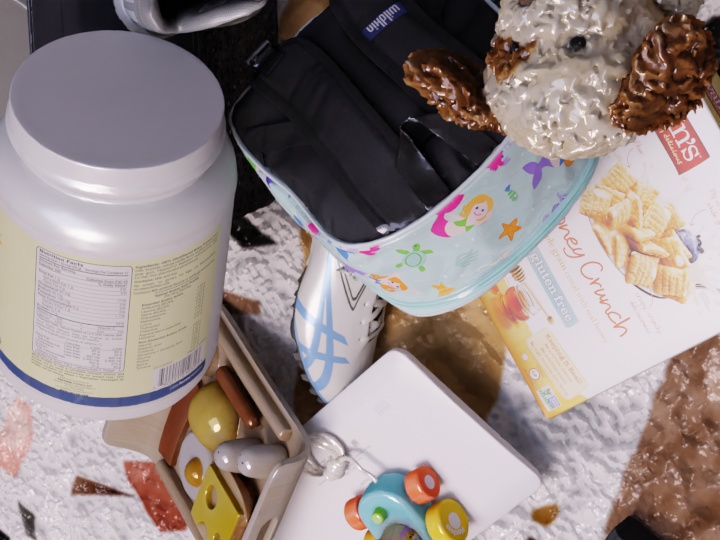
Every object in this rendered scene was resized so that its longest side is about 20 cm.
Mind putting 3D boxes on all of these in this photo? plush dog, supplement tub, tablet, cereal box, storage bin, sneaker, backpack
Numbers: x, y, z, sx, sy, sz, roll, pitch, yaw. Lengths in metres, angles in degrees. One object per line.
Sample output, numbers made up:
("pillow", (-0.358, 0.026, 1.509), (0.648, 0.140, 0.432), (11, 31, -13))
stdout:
("plush dog", (0.117, -0.134, 1.146), (0.199, 0.160, 0.172), (-3, 61, 44))
("supplement tub", (-0.148, -0.026, 1.335), (0.145, 0.145, 0.201), (31, 137, 21))
("tablet", (0.014, 0.141, 1.467), (0.130, 0.014, 0.200), (42, 131, -6))
("cereal box", (0.157, -0.015, 1.335), (0.200, 0.039, 0.144), (-32, 86, 36))
("storage bin", (-0.133, -0.131, 1.456), (0.135, 0.094, 0.201), (9, 111, 31))
("sneaker", (0.000, 0.000, 1.427), (0.072, 0.072, 0.201), (13, 116, 21))
("sneaker", (-0.047, -0.191, 1.315), (0.200, 0.115, 0.075), (-35, 110, -5))
("backpack", (0.040, -0.071, 1.279), (0.178, 0.151, 0.200), (-44, 36, 2))

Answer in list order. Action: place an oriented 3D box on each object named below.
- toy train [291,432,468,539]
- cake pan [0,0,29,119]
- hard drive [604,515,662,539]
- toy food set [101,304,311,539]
("toy train", (0.000, 0.207, 1.474), (0.150, 0.056, 0.201), (12, 127, 18))
("cake pan", (-0.282, -0.114, 1.533), (0.199, 0.037, 0.201), (0, 87, 1))
("hard drive", (0.168, 0.272, 1.427), (0.139, 0.033, 0.200), (41, 123, 16))
("toy food set", (-0.111, 0.121, 1.503), (0.200, 0.060, 0.144), (55, 132, 44))
